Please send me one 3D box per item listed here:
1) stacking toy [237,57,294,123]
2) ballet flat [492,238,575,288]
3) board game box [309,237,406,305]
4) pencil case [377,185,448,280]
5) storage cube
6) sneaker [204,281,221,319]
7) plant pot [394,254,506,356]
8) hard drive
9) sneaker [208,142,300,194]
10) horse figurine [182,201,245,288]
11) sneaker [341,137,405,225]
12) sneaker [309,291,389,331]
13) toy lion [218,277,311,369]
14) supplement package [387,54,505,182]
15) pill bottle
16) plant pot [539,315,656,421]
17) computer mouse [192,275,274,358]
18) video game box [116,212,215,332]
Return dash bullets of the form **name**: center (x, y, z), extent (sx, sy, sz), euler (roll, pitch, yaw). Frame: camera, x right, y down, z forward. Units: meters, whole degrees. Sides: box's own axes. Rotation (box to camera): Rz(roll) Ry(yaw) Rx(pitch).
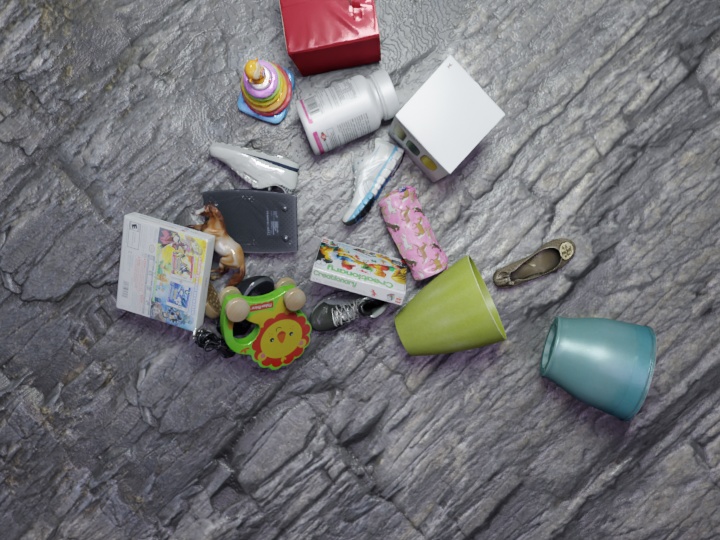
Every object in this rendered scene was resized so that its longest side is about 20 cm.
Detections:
- **stacking toy**: center (-0.194, -0.372, 1.059), extent (0.107, 0.200, 0.119), euler (18, 94, -3)
- **ballet flat**: center (0.385, -0.013, 1.185), extent (0.196, 0.046, 0.069), euler (-22, 96, 0)
- **board game box**: center (0.000, 0.000, 1.136), extent (0.195, 0.127, 0.035), euler (15, 123, -3)
- **pencil case**: center (0.115, -0.079, 1.156), extent (0.086, 0.082, 0.203), euler (-20, 97, 43)
- **storage cube**: center (-0.058, -0.503, 1.057), extent (0.175, 0.200, 0.175), euler (-9, 96, 5)
- **sneaker**: center (-0.385, 0.033, 1.163), extent (0.089, 0.067, 0.202), euler (-33, 99, 14)
- **plant pot**: center (0.178, 0.097, 1.138), extent (0.197, 0.187, 0.190), euler (-26, 96, 16)
- **hard drive**: center (-0.227, -0.107, 1.142), extent (0.195, 0.043, 0.138), euler (2, 114, 2)
- **sneaker**: center (-0.228, -0.215, 1.140), extent (0.195, 0.077, 0.082), euler (17, 104, -2)
- **horse figurine**: center (-0.299, -0.043, 1.126), extent (0.130, 0.050, 0.202), euler (-21, 117, 21)
- **sneaker**: center (0.010, -0.191, 1.154), extent (0.086, 0.075, 0.202), euler (33, 88, 6)
- **sneaker**: center (-0.021, 0.081, 1.147), extent (0.196, 0.116, 0.076), euler (-23, 95, 0)
- **toy lion**: center (-0.194, 0.122, 1.129), extent (0.196, 0.068, 0.196), euler (-9, 118, -31)
- **supplement package**: center (0.160, -0.290, 1.077), extent (0.152, 0.200, 0.151), euler (44, 92, -4)
- **pill bottle**: center (-0.025, -0.328, 1.112), extent (0.196, 0.113, 0.116), euler (-23, 95, 1)
- **plant pot**: center (0.488, 0.189, 1.144), extent (0.184, 0.200, 0.205), euler (16, 95, 12)
- **computer mouse**: center (-0.265, 0.085, 1.152), extent (0.052, 0.138, 0.201), euler (37, 87, 31)
- **video game box**: center (-0.396, 0.003, 1.095), extent (0.178, 0.047, 0.204), euler (17, 109, 7)
